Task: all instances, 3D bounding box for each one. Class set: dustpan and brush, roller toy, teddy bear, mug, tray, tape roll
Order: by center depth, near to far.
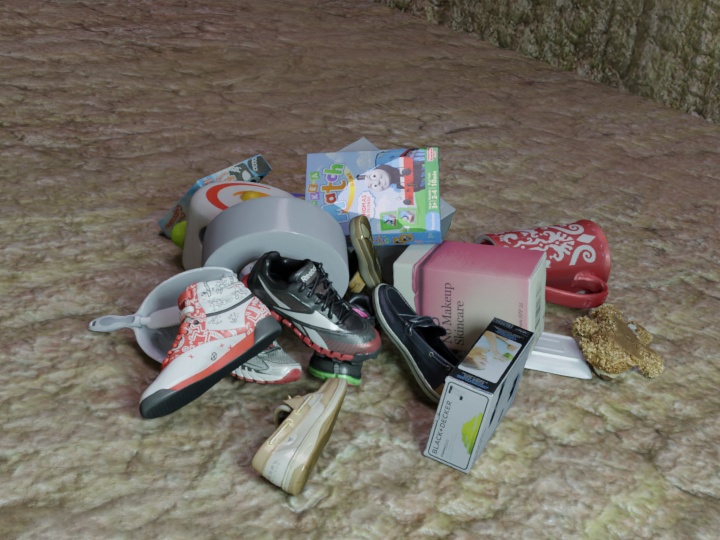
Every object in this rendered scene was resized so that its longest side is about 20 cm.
[{"bbox_3d":[-0.261,0.067,1.327,0.199,0.140,0.057,-11,-28,30],"label":"dustpan and brush"},{"bbox_3d":[-0.116,-0.010,1.403,0.199,0.201,0.066,5,50,-13],"label":"tape roll"},{"bbox_3d":[0.240,0.110,1.527,0.199,0.022,0.107,11,23,-2],"label":"tray"},{"bbox_3d":[0.381,0.112,1.544,0.145,0.067,0.200,28,22,-8],"label":"teddy bear"},{"bbox_3d":[-0.170,-0.054,1.558,0.199,0.140,0.182,-2,28,-29],"label":"roller toy"},{"bbox_3d":[0.298,-0.011,1.671,0.199,0.134,0.177,-4,6,-23],"label":"mug"}]

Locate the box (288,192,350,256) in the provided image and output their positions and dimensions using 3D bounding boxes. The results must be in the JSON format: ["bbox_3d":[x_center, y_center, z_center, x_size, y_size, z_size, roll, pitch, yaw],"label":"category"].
[{"bbox_3d":[-0.068,-0.071,1.757,0.117,0.049,0.200,6,27,-13],"label":"box"}]

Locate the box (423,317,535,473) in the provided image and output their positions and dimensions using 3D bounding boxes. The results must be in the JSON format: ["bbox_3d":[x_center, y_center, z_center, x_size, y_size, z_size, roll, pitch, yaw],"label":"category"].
[{"bbox_3d":[0.151,0.151,1.286,0.060,0.117,0.200,22,25,17],"label":"box"}]

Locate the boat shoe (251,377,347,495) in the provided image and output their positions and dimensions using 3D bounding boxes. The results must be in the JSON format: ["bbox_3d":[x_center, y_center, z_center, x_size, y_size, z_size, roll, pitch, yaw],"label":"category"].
[{"bbox_3d":[-0.068,0.175,1.184,0.069,0.074,0.200,21,26,7],"label":"boat shoe"}]

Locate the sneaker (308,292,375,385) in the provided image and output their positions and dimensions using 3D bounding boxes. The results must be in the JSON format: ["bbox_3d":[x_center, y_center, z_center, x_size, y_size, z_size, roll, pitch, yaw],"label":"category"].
[{"bbox_3d":[-0.022,0.089,1.380,0.076,0.084,0.200,11,24,1],"label":"sneaker"}]

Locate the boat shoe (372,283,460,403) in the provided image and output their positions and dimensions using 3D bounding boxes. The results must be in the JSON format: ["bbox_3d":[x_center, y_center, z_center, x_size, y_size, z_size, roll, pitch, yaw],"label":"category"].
[{"bbox_3d":[0.081,0.087,1.385,0.074,0.062,0.200,14,34,-46],"label":"boat shoe"}]

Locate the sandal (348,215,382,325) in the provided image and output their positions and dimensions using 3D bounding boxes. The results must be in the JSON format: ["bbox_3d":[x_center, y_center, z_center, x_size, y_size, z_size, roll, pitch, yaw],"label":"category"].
[{"bbox_3d":[0.000,0.000,1.467,0.054,0.200,0.081,-9,49,7],"label":"sandal"}]

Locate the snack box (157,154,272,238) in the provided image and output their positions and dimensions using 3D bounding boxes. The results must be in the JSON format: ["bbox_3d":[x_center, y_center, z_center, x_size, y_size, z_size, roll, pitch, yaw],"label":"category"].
[{"bbox_3d":[-0.239,-0.125,1.716,0.037,0.116,0.200,51,32,2],"label":"snack box"}]

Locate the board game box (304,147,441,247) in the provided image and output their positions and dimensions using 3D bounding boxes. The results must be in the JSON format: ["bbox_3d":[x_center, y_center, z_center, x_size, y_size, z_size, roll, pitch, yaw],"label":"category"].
[{"bbox_3d":[0.018,-0.107,1.519,0.199,0.037,0.152,-3,60,6],"label":"board game box"}]

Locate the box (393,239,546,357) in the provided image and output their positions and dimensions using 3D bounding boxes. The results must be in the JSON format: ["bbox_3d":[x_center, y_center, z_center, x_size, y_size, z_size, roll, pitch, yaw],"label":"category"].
[{"bbox_3d":[0.156,0.038,1.469,0.199,0.129,0.109,6,25,21],"label":"box"}]

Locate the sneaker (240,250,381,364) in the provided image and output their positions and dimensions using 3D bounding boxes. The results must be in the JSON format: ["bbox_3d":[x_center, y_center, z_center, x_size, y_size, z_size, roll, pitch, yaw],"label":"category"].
[{"bbox_3d":[-0.057,0.042,1.289,0.200,0.098,0.071,30,42,6],"label":"sneaker"}]

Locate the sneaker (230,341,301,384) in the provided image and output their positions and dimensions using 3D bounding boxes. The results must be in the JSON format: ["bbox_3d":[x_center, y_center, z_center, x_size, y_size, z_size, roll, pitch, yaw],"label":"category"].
[{"bbox_3d":[-0.150,0.083,1.324,0.200,0.083,0.078,32,17,34],"label":"sneaker"}]

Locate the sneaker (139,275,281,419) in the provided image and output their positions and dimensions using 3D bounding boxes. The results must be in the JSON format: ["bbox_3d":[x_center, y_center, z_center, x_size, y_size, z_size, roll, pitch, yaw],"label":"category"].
[{"bbox_3d":[-0.202,0.085,1.236,0.201,0.067,0.108,-34,74,-26],"label":"sneaker"}]

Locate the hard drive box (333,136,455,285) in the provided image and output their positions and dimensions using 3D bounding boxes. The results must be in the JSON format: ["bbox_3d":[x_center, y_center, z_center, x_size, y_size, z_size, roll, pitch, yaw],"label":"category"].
[{"bbox_3d":[0.035,-0.086,1.628,0.200,0.156,0.077,40,49,19],"label":"hard drive box"}]
